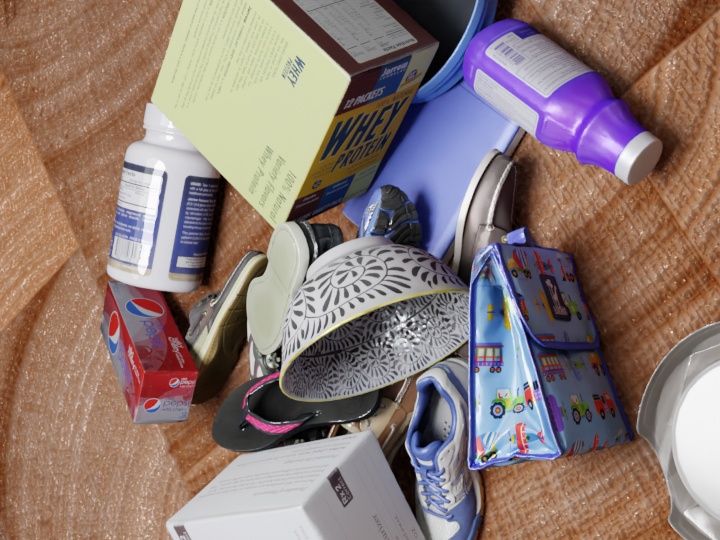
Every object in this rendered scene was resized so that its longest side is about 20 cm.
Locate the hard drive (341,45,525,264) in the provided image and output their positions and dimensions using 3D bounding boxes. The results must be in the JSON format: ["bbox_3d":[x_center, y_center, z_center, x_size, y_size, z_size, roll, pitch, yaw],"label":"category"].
[{"bbox_3d":[0.074,-0.106,1.214,0.132,0.025,0.201,41,112,30],"label":"hard drive"}]

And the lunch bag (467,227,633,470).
[{"bbox_3d":[0.153,0.064,1.072,0.093,0.150,0.203,-15,80,35],"label":"lunch bag"}]

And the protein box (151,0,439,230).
[{"bbox_3d":[-0.067,-0.188,1.162,0.200,0.134,0.199,45,134,17],"label":"protein box"}]

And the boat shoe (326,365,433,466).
[{"bbox_3d":[0.013,0.148,1.224,0.075,0.071,0.202,30,106,33],"label":"boat shoe"}]

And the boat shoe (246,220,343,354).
[{"bbox_3d":[-0.063,0.015,1.193,0.075,0.066,0.200,58,149,28],"label":"boat shoe"}]

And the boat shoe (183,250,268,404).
[{"bbox_3d":[-0.161,0.056,1.358,0.065,0.073,0.201,39,111,25],"label":"boat shoe"}]

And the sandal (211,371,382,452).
[{"bbox_3d":[-0.072,0.131,1.211,0.198,0.045,0.076,-17,66,27],"label":"sandal"}]

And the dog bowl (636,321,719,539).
[{"bbox_3d":[0.329,0.140,0.995,0.198,0.058,0.203,-1,88,36],"label":"dog bowl"}]

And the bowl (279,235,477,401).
[{"bbox_3d":[0.006,0.031,1.097,0.200,0.200,0.095,-37,64,30],"label":"bowl"}]

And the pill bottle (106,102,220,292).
[{"bbox_3d":[-0.219,-0.084,1.382,0.110,0.111,0.203,16,98,36],"label":"pill bottle"}]

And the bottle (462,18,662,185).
[{"bbox_3d":[0.183,-0.152,1.097,0.200,0.083,0.066,42,145,29],"label":"bottle"}]

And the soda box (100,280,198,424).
[{"bbox_3d":[-0.242,0.088,1.371,0.200,0.063,0.071,53,134,53],"label":"soda box"}]

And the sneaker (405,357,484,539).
[{"bbox_3d":[0.071,0.186,1.169,0.075,0.088,0.203,4,94,34],"label":"sneaker"}]

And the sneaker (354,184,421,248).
[{"bbox_3d":[0.000,0.000,1.214,0.078,0.075,0.202,41,129,34],"label":"sneaker"}]

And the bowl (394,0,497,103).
[{"bbox_3d":[0.056,-0.263,1.202,0.199,0.039,0.203,-12,73,45],"label":"bowl"}]

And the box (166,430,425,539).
[{"bbox_3d":[-0.048,0.283,1.178,0.199,0.131,0.200,-16,106,40],"label":"box"}]

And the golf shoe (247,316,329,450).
[{"bbox_3d":[-0.099,0.118,1.310,0.088,0.077,0.202,-22,74,44],"label":"golf shoe"}]

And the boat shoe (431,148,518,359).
[{"bbox_3d":[0.121,-0.012,1.150,0.059,0.072,0.202,21,105,29],"label":"boat shoe"}]
